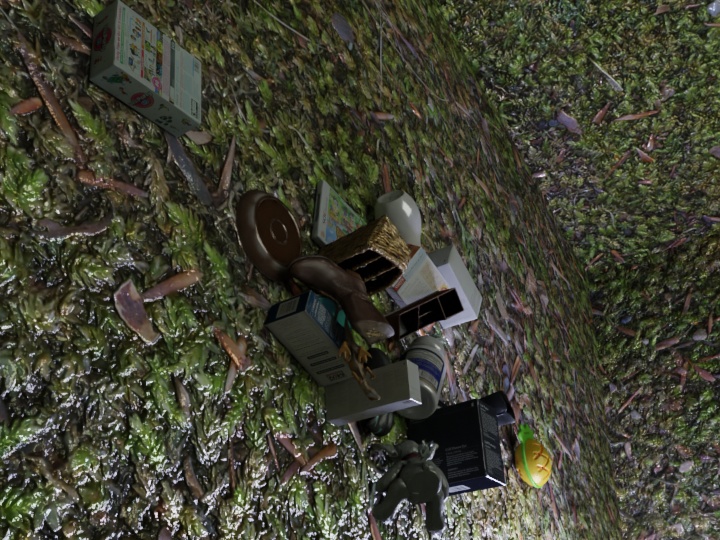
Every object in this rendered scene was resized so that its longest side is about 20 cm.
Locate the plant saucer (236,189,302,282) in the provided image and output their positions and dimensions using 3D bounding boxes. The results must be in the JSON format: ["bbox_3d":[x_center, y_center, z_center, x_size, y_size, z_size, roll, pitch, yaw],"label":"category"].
[{"bbox_3d":[-0.177,-0.076,1.461,0.200,0.032,0.201,38,41,-44],"label":"plant saucer"}]

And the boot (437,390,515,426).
[{"bbox_3d":[0.273,0.349,1.812,0.165,0.199,0.066,52,32,-31],"label":"boot"}]

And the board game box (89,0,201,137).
[{"bbox_3d":[-0.372,-0.351,1.253,0.200,0.064,0.148,33,44,-52],"label":"board game box"}]

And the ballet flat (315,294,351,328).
[{"bbox_3d":[-0.075,0.090,1.500,0.200,0.074,0.075,29,47,-57],"label":"ballet flat"}]

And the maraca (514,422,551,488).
[{"bbox_3d":[0.538,0.583,2.243,0.137,0.107,0.201,14,60,-57],"label":"maraca"}]

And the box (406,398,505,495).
[{"bbox_3d":[0.221,0.421,1.670,0.104,0.200,0.183,35,43,-45],"label":"box"}]

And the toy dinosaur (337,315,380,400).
[{"bbox_3d":[-0.016,0.158,1.374,0.106,0.060,0.201,90,-15,-74],"label":"toy dinosaur"}]

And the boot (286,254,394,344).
[{"bbox_3d":[-0.039,0.059,1.389,0.186,0.064,0.200,12,31,-31],"label":"boot"}]

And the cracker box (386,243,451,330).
[{"bbox_3d":[0.153,0.045,1.884,0.134,0.058,0.200,-50,126,-16],"label":"cracker box"}]

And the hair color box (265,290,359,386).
[{"bbox_3d":[-0.086,0.138,1.407,0.200,0.100,0.061,53,31,-30],"label":"hair color box"}]

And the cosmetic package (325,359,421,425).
[{"bbox_3d":[0.023,0.247,1.425,0.051,0.200,0.083,32,45,-48],"label":"cosmetic package"}]

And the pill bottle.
[{"bbox_3d":[0.145,0.253,1.733,0.120,0.119,0.200,59,29,-20],"label":"pill bottle"}]

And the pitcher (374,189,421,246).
[{"bbox_3d":[0.112,-0.122,1.944,0.172,0.121,0.201,-88,159,-64],"label":"pitcher"}]

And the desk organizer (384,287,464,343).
[{"bbox_3d":[0.161,0.111,1.804,0.200,0.077,0.072,-23,93,-32],"label":"desk organizer"}]

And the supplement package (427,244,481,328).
[{"bbox_3d":[0.257,0.047,2.078,0.200,0.117,0.117,60,29,-20],"label":"supplement package"}]

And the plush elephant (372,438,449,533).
[{"bbox_3d":[0.105,0.435,1.530,0.155,0.164,0.201,-144,-115,-76],"label":"plush elephant"}]

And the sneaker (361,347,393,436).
[{"bbox_3d":[0.031,0.261,1.567,0.079,0.075,0.201,29,47,-49],"label":"sneaker"}]

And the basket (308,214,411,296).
[{"bbox_3d":[0.000,0.000,1.545,0.143,0.200,0.149,56,29,-17],"label":"basket"}]

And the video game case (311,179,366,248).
[{"bbox_3d":[-0.045,-0.094,1.722,0.200,0.022,0.183,44,37,-40],"label":"video game case"}]
